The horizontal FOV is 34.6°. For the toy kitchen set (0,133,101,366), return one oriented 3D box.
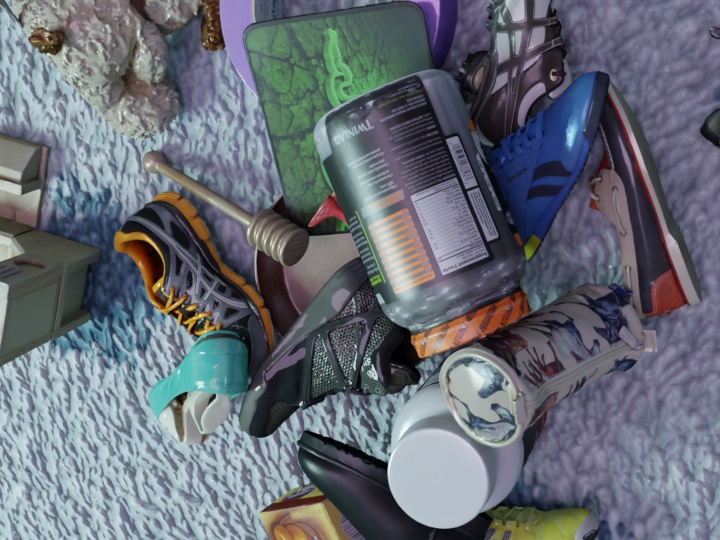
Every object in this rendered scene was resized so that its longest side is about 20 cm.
[{"bbox_3d":[-0.372,-0.035,1.099,0.199,0.180,0.164,16,105,11],"label":"toy kitchen set"}]

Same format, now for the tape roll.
[{"bbox_3d":[-0.019,-0.227,1.001,0.198,0.066,0.202,4,103,17],"label":"tape roll"}]

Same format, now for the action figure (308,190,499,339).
[{"bbox_3d":[0.048,0.003,0.988,0.199,0.065,0.052,37,122,-1],"label":"action figure"}]

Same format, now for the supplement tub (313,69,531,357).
[{"bbox_3d":[0.052,-0.042,0.900,0.122,0.122,0.201,-22,89,22],"label":"supplement tub"}]

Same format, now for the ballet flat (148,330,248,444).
[{"bbox_3d":[-0.154,0.122,1.069,0.200,0.067,0.071,133,138,-56],"label":"ballet flat"}]

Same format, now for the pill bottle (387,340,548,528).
[{"bbox_3d":[0.089,0.136,0.967,0.110,0.200,0.112,4,104,18],"label":"pill bottle"}]

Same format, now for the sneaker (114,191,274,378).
[{"bbox_3d":[-0.156,0.023,1.084,0.200,0.077,0.078,52,136,7],"label":"sneaker"}]

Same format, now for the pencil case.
[{"bbox_3d":[0.146,0.070,0.898,0.089,0.199,0.078,-3,103,43],"label":"pencil case"}]

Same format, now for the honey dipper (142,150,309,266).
[{"bbox_3d":[-0.130,-0.065,1.068,0.199,0.038,0.038,32,111,29],"label":"honey dipper"}]

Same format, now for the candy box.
[{"bbox_3d":[-0.007,0.300,1.087,0.116,0.056,0.201,-24,94,53],"label":"candy box"}]

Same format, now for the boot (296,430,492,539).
[{"bbox_3d":[0.005,0.249,0.997,0.197,0.073,0.163,27,88,-5],"label":"boot"}]

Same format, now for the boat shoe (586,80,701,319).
[{"bbox_3d":[0.221,-0.056,0.955,0.062,0.071,0.201,-18,99,24],"label":"boat shoe"}]

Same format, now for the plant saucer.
[{"bbox_3d":[0.000,0.000,1.059,0.199,0.034,0.202,4,102,19],"label":"plant saucer"}]

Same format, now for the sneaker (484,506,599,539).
[{"bbox_3d":[0.117,0.243,1.048,0.199,0.075,0.077,-19,96,20],"label":"sneaker"}]

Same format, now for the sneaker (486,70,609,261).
[{"bbox_3d":[0.137,-0.087,0.936,0.078,0.066,0.201,24,140,1],"label":"sneaker"}]

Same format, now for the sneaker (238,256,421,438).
[{"bbox_3d":[-0.024,0.096,1.029,0.114,0.076,0.200,44,106,12],"label":"sneaker"}]

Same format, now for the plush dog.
[{"bbox_3d":[-0.211,-0.242,1.034,0.172,0.160,0.200,-42,86,-2],"label":"plush dog"}]

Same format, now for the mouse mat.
[{"bbox_3d":[-0.006,-0.123,0.981,0.160,0.008,0.201,-5,118,18],"label":"mouse mat"}]

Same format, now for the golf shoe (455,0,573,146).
[{"bbox_3d":[0.143,-0.194,0.953,0.094,0.078,0.201,23,116,5],"label":"golf shoe"}]

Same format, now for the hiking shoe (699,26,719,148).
[{"bbox_3d":[0.323,-0.098,0.915,0.100,0.076,0.202,-2,92,28],"label":"hiking shoe"}]
